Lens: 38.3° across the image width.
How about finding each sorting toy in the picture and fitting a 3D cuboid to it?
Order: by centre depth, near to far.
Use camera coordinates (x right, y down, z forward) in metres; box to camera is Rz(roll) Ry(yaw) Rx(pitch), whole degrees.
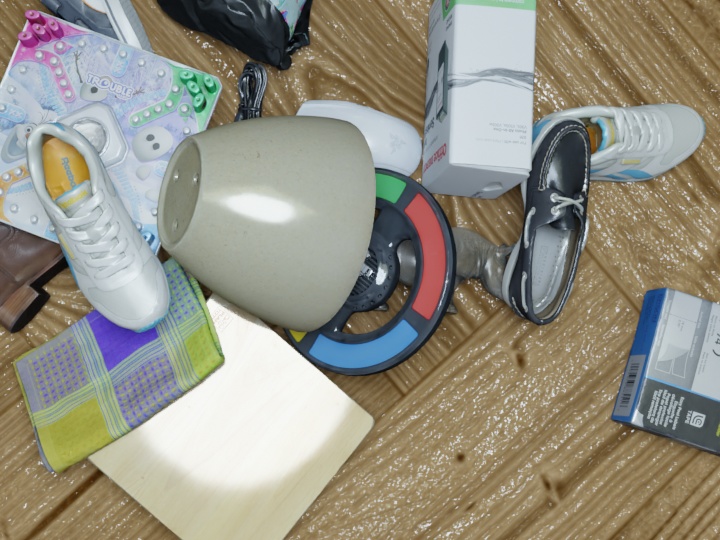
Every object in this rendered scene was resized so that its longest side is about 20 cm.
[{"bbox_3d":[-0.125,0.158,0.999,0.199,0.070,0.200,41,80,-1],"label":"sorting toy"}]

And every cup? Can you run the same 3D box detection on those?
[{"bbox_3d":[-0.098,-0.054,0.931,0.142,0.200,0.202,11,81,-31],"label":"cup"}]

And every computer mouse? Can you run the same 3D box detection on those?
[{"bbox_3d":[-0.031,-0.143,1.058,0.198,0.044,0.111,9,81,-6],"label":"computer mouse"}]

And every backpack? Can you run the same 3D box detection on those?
[{"bbox_3d":[-0.096,-0.325,1.030,0.166,0.127,0.201,28,78,1],"label":"backpack"}]

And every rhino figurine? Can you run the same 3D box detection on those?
[{"bbox_3d":[0.086,-0.001,1.048,0.198,0.060,0.088,2,86,-8],"label":"rhino figurine"}]

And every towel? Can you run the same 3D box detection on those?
[{"bbox_3d":[-0.228,0.085,0.966,0.199,0.023,0.144,-31,53,4],"label":"towel"}]

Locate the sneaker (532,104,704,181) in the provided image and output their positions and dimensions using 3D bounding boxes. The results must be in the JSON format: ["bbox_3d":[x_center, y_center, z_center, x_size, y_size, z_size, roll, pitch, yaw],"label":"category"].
[{"bbox_3d":[0.265,-0.133,1.066,0.198,0.081,0.077,-10,83,-8],"label":"sneaker"}]

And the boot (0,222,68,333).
[{"bbox_3d":[-0.357,-0.068,1.006,0.200,0.064,0.187,39,78,4],"label":"boot"}]

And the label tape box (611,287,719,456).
[{"bbox_3d":[0.377,0.116,1.066,0.199,0.063,0.145,18,82,-4],"label":"label tape box"}]

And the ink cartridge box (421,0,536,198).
[{"bbox_3d":[0.115,-0.183,1.027,0.083,0.146,0.202,4,83,-7],"label":"ink cartridge box"}]

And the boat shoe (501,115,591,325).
[{"bbox_3d":[0.186,-0.046,0.998,0.073,0.060,0.201,10,105,-18],"label":"boat shoe"}]

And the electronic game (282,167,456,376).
[{"bbox_3d":[0.000,0.000,0.991,0.199,0.042,0.202,-7,76,29],"label":"electronic game"}]

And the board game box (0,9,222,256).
[{"bbox_3d":[-0.256,-0.123,0.971,0.199,0.026,0.201,20,84,2],"label":"board game box"}]

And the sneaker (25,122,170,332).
[{"bbox_3d":[-0.235,-0.036,0.907,0.076,0.081,0.201,-31,85,-6],"label":"sneaker"}]

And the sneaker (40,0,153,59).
[{"bbox_3d":[-0.274,-0.270,1.028,0.079,0.078,0.201,-26,93,2],"label":"sneaker"}]
